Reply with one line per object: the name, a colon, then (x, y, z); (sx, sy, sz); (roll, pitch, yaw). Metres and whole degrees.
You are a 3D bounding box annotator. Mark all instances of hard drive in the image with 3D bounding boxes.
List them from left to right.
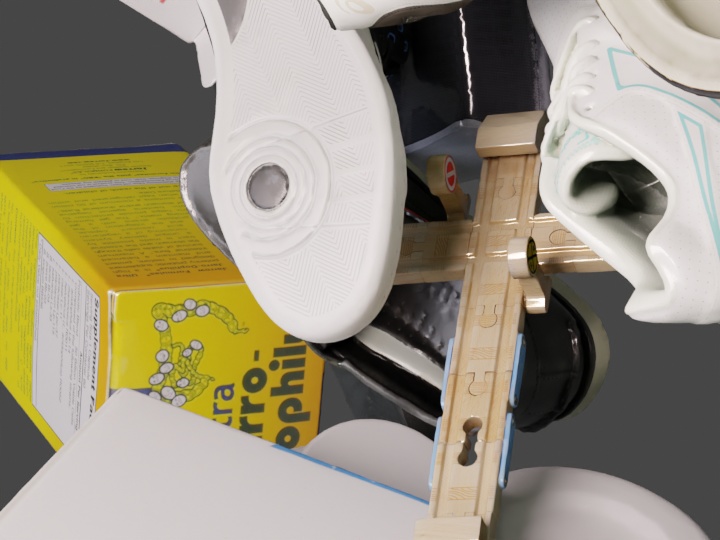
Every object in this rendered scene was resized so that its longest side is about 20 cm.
hard drive: (0.013, -0.100, 1.117); (0.200, 0.042, 0.135); (176, 90, -65)

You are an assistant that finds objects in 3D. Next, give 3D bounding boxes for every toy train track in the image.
toy train track: (0.041, 0.019, 0.953); (0.033, 0.115, 0.200); (62, -150, -49)

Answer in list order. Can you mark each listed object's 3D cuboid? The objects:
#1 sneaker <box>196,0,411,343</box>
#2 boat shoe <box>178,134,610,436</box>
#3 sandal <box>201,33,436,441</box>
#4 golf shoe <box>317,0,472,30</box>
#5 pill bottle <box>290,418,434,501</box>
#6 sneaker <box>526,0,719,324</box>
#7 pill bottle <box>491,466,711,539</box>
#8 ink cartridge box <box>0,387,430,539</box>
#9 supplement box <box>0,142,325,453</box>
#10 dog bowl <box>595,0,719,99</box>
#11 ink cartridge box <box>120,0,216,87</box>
sneaker: (-0.008, -0.063, 1.007); (0.073, 0.112, 0.200); (-20, 71, 20)
boat shoe: (0.001, -0.003, 1.047); (0.201, 0.063, 0.074); (33, 113, 32)
sandal: (-0.025, -0.006, 1.137); (0.201, 0.048, 0.075); (66, 159, -5)
golf shoe: (0.022, -0.143, 0.955); (0.078, 0.094, 0.200); (56, -162, -17)
pill bottle: (-0.024, 0.141, 1.161); (0.200, 0.109, 0.109); (128, 133, -55)
sneaker: (0.093, -0.054, 0.909); (0.200, 0.080, 0.070); (-119, 32, -45)
pill bottle: (0.062, 0.177, 0.985); (0.104, 0.104, 0.200); (-125, 39, -48)
ink cartridge box: (-0.065, 0.180, 1.031); (0.147, 0.145, 0.200); (18, 128, 19)
supplement box: (-0.104, 0.022, 1.316); (0.200, 0.109, 0.109); (-139, 49, -58)
dog bowl: (0.133, -0.152, 0.811); (0.200, 0.074, 0.200); (176, 90, -65)
ink cartridge box: (-0.067, -0.178, 1.147); (0.116, 0.068, 0.200); (-49, 29, 21)
